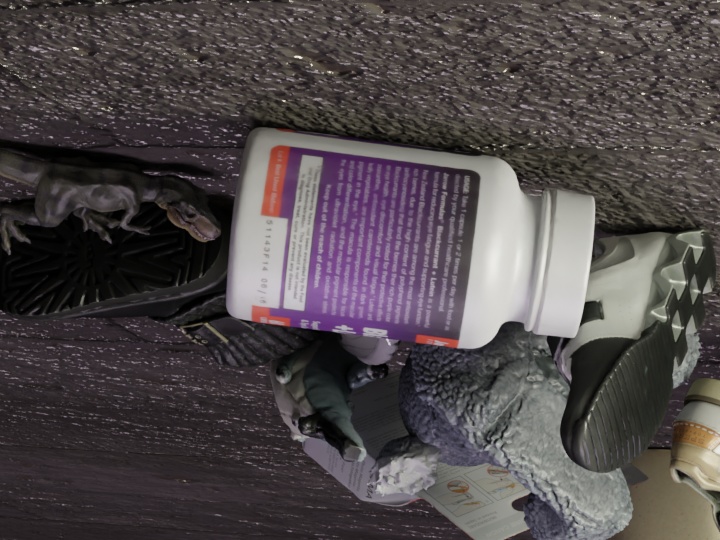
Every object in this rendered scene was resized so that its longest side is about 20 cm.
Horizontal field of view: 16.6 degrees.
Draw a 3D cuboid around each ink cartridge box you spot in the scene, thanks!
[{"bbox_3d":[0.080,0.138,1.780,0.162,0.057,0.200,-18,-137,-34],"label":"ink cartridge box"}]

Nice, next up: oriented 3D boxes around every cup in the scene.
[{"bbox_3d":[0.309,0.253,2.244,0.200,0.144,0.200,7,166,2],"label":"cup"}]

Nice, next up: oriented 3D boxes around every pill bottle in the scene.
[{"bbox_3d":[0.029,-0.015,1.403,0.200,0.112,0.111,7,166,1],"label":"pill bottle"}]

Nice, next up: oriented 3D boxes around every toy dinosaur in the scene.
[{"bbox_3d":[-0.186,-0.046,1.538,0.200,0.048,0.088,10,151,-6],"label":"toy dinosaur"}]

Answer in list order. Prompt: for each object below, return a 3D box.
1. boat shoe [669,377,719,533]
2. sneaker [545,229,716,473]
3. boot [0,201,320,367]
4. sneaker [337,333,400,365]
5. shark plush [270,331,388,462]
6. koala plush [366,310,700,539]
[{"bbox_3d":[0.266,0.154,1.633,0.200,0.068,0.075,43,156,-30],"label":"boat shoe"},{"bbox_3d":[0.141,0.047,1.463,0.088,0.200,0.074,5,126,25],"label":"sneaker"},{"bbox_3d":[-0.138,0.012,1.666,0.211,0.080,0.158,0,164,27],"label":"boot"},{"bbox_3d":[0.000,0.000,1.602,0.082,0.075,0.200,21,159,2],"label":"sneaker"},{"bbox_3d":[-0.021,0.070,1.698,0.083,0.091,0.200,-19,-168,1],"label":"shark plush"},{"bbox_3d":[0.087,0.077,1.650,0.184,0.178,0.200,34,159,-15],"label":"koala plush"}]
